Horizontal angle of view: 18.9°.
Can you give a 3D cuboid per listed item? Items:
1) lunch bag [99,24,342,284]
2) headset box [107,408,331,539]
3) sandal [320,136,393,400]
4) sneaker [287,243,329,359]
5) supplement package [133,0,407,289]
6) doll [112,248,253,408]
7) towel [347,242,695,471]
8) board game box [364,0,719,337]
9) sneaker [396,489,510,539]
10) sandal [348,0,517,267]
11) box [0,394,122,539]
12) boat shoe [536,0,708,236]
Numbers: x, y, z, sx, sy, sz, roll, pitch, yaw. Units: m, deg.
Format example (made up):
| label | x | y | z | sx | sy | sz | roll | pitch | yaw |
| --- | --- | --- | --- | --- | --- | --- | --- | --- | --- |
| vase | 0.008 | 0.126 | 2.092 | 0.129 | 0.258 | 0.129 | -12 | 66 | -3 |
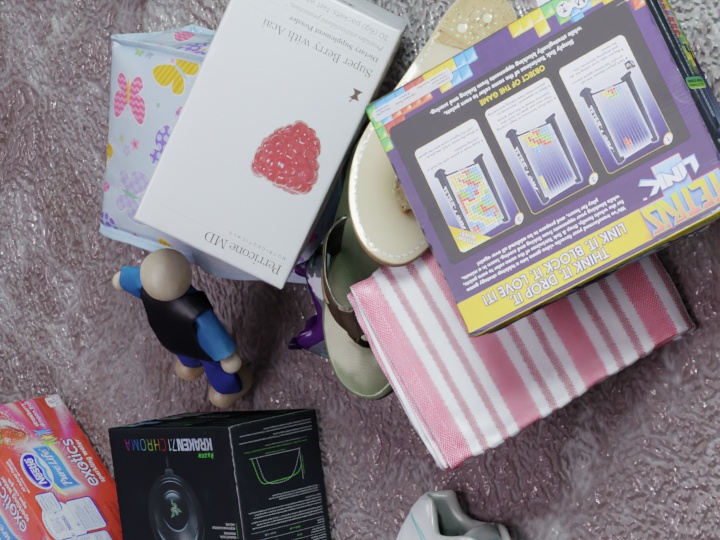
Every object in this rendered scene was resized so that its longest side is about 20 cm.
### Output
| label | x | y | z | sx | sy | sz | roll | pitch | yaw |
| --- | --- | --- | --- | --- | --- | --- | --- | --- | --- |
| lunch bag | -0.100 | -0.091 | 1.671 | 0.199 | 0.127 | 0.171 | 18 | 110 | 33 |
| headset box | -0.110 | 0.218 | 1.754 | 0.174 | 0.092 | 0.202 | -4 | 93 | 49 |
| sandal | -0.001 | -0.001 | 1.522 | 0.079 | 0.057 | 0.202 | 19 | 120 | 30 |
| sneaker | -0.005 | -0.019 | 1.587 | 0.087 | 0.074 | 0.201 | 13 | 110 | 9 |
| supplement package | -0.062 | -0.108 | 1.537 | 0.121 | 0.120 | 0.201 | 25 | 101 | -2 |
| doll | -0.140 | 0.039 | 1.694 | 0.136 | 0.049 | 0.200 | 36 | 165 | 21 |
| towel | 0.106 | 0.027 | 1.452 | 0.199 | 0.030 | 0.147 | -31 | 78 | 9 |
| board game box | 0.125 | -0.075 | 1.351 | 0.199 | 0.057 | 0.166 | -27 | 84 | 24 |
| sneaker | 0.091 | 0.230 | 1.546 | 0.200 | 0.070 | 0.081 | 36 | 119 | 40 |
| sandal | 0.053 | -0.109 | 1.449 | 0.070 | 0.077 | 0.213 | 119 | 177 | -68 |
| box | -0.280 | 0.218 | 1.941 | 0.200 | 0.099 | 0.096 | 52 | 131 | 29 |
| boat shoe | 0.185 | -0.120 | 1.391 | 0.065 | 0.073 | 0.201 | -37 | 77 | 23 |
